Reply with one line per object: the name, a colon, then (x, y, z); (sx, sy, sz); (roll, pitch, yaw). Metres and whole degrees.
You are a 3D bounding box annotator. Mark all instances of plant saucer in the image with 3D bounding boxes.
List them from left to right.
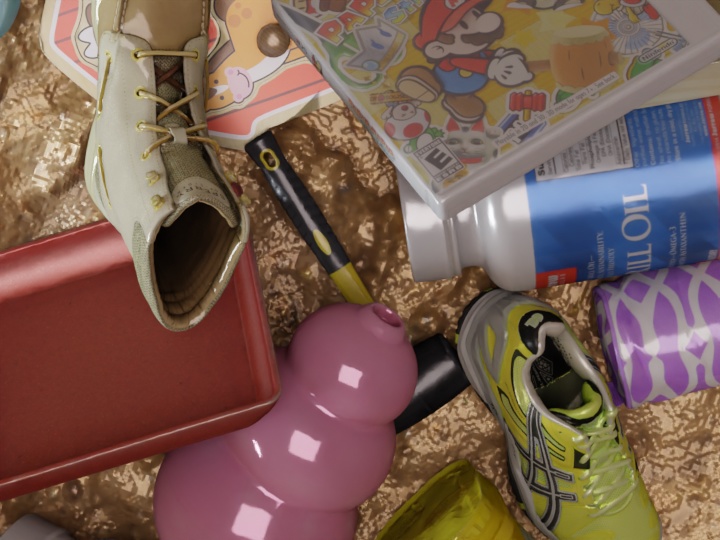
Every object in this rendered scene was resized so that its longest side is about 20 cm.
plant saucer: (-0.148, 0.047, 1.316); (0.198, 0.201, 0.037); (-17, 131, 2)

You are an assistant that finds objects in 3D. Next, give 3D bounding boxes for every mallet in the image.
mallet: (0.000, 0.000, 1.367); (0.066, 0.041, 0.201); (-25, 97, 3)

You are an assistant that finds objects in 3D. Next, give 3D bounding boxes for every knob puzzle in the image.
knob puzzle: (-0.098, -0.166, 1.349); (0.218, 0.030, 0.221); (0, 99, 0)

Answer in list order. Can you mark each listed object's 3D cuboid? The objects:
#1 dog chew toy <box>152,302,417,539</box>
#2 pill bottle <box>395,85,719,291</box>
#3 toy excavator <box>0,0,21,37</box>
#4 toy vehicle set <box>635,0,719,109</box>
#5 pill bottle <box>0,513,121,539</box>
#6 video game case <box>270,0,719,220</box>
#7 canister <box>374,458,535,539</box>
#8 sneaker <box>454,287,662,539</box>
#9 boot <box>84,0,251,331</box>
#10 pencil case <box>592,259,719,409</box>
dog chew toy: (-0.037, 0.102, 1.326); (0.124, 0.125, 0.201); (32, 112, -4)
pill bottle: (0.123, -0.048, 1.326); (0.199, 0.112, 0.113); (-10, 98, 2)
toy excavator: (-0.212, -0.179, 1.314); (0.199, 0.100, 0.195); (23, 99, -7)
toy vehicle set: (0.129, -0.144, 1.313); (0.199, 0.125, 0.027); (-9, 140, 1)
pill bottle: (-0.136, 0.230, 1.350); (0.199, 0.112, 0.113); (29, 97, 14)
video game case: (0.078, -0.140, 1.279); (0.199, 0.023, 0.182); (-31, 58, -12)
canister: (0.105, 0.221, 1.346); (0.087, 0.149, 0.200); (-43, 98, 3)
sneaker: (0.125, 0.104, 1.351); (0.075, 0.076, 0.201); (-38, 109, -16)
boot: (-0.106, -0.084, 1.270); (0.072, 0.155, 0.201); (-1, 123, -20)
pencil case: (0.238, 0.026, 1.357); (0.199, 0.084, 0.086); (-11, 142, 2)
